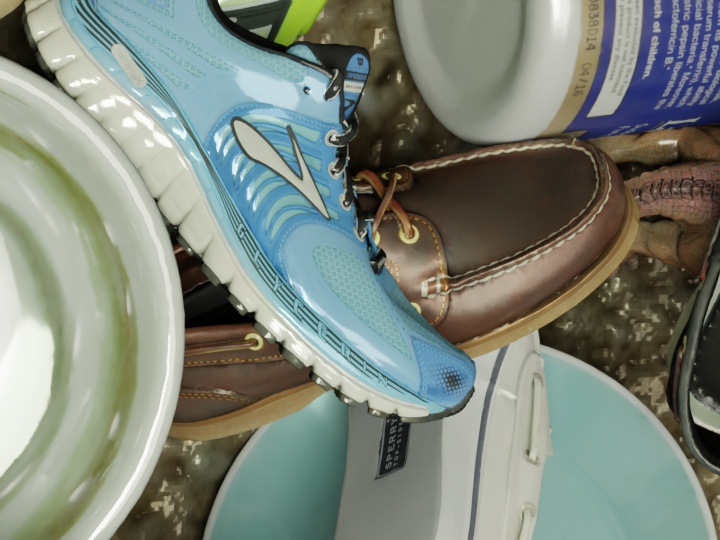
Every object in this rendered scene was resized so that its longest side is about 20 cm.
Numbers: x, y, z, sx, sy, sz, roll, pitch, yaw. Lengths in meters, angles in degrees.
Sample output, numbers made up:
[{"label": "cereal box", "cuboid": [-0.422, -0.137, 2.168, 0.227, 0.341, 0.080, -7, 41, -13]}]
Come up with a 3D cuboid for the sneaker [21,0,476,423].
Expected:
[{"label": "sneaker", "cuboid": [-0.022, -0.034, 0.974, 0.090, 0.078, 0.200, -40, 98, -1]}]

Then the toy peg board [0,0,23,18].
[{"label": "toy peg board", "cuboid": [-0.236, -0.130, 0.910, 0.200, 0.098, 0.200, -34, 134, -18]}]

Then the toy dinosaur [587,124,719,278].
[{"label": "toy dinosaur", "cuboid": [0.165, -0.022, 1.142, 0.199, 0.135, 0.086, 3, 102, -31]}]

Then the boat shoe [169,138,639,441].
[{"label": "boat shoe", "cuboid": [0.000, 0.000, 1.042, 0.199, 0.071, 0.070, -24, 135, 7]}]

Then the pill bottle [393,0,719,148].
[{"label": "pill bottle", "cuboid": [0.122, -0.112, 1.102, 0.199, 0.116, 0.117, -8, 107, -28]}]

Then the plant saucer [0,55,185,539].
[{"label": "plant saucer", "cuboid": [-0.157, 0.021, 0.935, 0.199, 0.050, 0.202, -3, 101, -16]}]

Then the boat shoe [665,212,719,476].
[{"label": "boat shoe", "cuboid": [0.167, -0.016, 1.068, 0.073, 0.063, 0.202, 15, 116, -7]}]

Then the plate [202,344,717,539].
[{"label": "plate", "cuboid": [0.037, 0.122, 1.098, 0.200, 0.200, 0.026, -46, 160, -12]}]

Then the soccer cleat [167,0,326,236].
[{"label": "soccer cleat", "cuboid": [-0.056, -0.094, 1.038, 0.081, 0.068, 0.201, 33, 95, -3]}]

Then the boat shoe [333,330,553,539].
[{"label": "boat shoe", "cuboid": [0.041, 0.059, 1.072, 0.066, 0.072, 0.201, 40, 38, -30]}]
